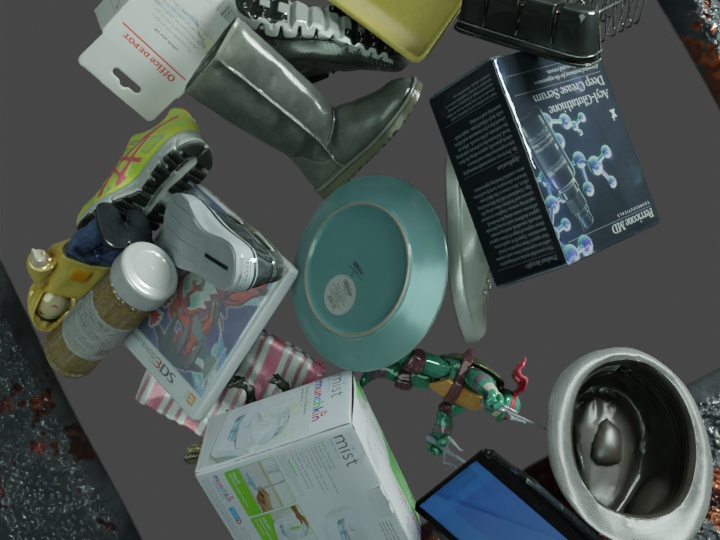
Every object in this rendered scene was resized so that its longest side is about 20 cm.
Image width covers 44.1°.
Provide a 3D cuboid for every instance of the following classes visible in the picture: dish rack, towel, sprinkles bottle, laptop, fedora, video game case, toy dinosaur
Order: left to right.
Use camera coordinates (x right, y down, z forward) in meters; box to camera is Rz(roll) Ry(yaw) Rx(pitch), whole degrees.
[{"bbox_3d":[-0.276,0.047,0.974,0.199,0.068,0.069,-38,85,37],"label":"sprinkles bottle"},{"bbox_3d":[-0.183,0.031,0.995,0.181,0.023,0.202,39,99,27],"label":"video game case"},{"bbox_3d":[-0.151,0.129,1.021,0.197,0.030,0.149,27,96,8],"label":"towel"},{"bbox_3d":[-0.104,0.160,0.979,0.195,0.048,0.090,-12,102,9],"label":"toy dinosaur"},{"bbox_3d":[0.166,0.274,0.881,0.176,0.200,0.104,40,85,-8],"label":"laptop"},{"bbox_3d":[0.203,-0.265,0.866,0.152,0.199,0.056,27,132,31],"label":"dish rack"},{"bbox_3d":[0.258,0.183,0.898,0.172,0.091,0.204,6,64,-8],"label":"fedora"}]

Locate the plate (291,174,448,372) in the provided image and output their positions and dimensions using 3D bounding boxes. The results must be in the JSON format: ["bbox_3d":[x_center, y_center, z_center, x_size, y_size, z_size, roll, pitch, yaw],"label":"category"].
[{"bbox_3d":[0.000,0.000,0.909,0.197,0.025,0.206,-7,77,34],"label":"plate"}]

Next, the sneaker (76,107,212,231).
[{"bbox_3d":[-0.248,-0.107,1.014,0.198,0.078,0.092,-34,54,19],"label":"sneaker"}]

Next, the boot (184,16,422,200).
[{"bbox_3d":[-0.058,-0.191,0.931,0.200,0.073,0.182,42,105,-15],"label":"boot"}]

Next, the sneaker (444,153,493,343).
[{"bbox_3d":[0.134,-0.026,0.940,0.082,0.073,0.206,-2,91,13],"label":"sneaker"}]

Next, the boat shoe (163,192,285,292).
[{"bbox_3d":[-0.147,-0.024,0.936,0.199,0.070,0.074,37,114,48],"label":"boat shoe"}]

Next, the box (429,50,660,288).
[{"bbox_3d":[0.181,-0.108,0.877,0.146,0.106,0.204,-21,90,-33],"label":"box"}]

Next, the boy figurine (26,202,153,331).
[{"bbox_3d":[-0.322,0.000,1.002,0.199,0.123,0.066,-36,60,29],"label":"boy figurine"}]

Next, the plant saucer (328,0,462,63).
[{"bbox_3d":[0.061,-0.337,0.927,0.200,0.048,0.201,42,101,29],"label":"plant saucer"}]

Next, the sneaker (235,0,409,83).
[{"bbox_3d":[-0.045,-0.240,0.970,0.195,0.068,0.091,11,138,-11],"label":"sneaker"}]

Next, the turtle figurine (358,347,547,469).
[{"bbox_3d":[0.099,0.133,0.946,0.196,0.102,0.151,24,137,4],"label":"turtle figurine"}]

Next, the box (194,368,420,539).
[{"bbox_3d":[-0.049,0.232,0.934,0.173,0.097,0.203,-20,117,10],"label":"box"}]

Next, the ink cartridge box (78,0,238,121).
[{"bbox_3d":[-0.204,-0.275,0.964,0.200,0.116,0.068,-43,41,8],"label":"ink cartridge box"}]
